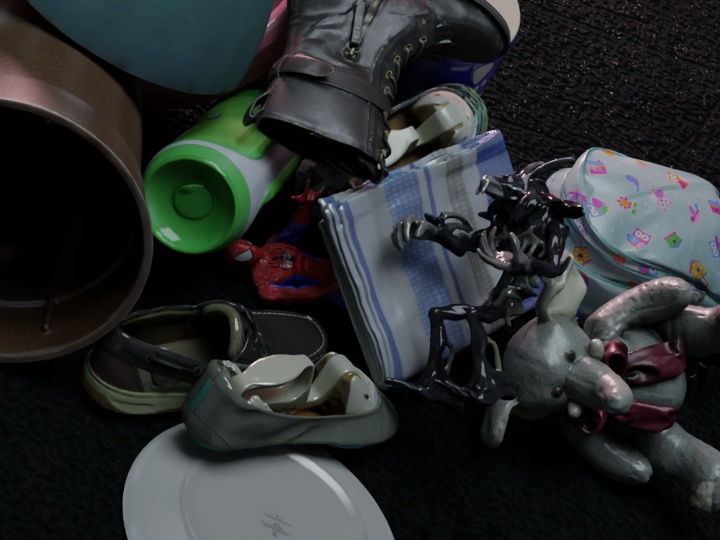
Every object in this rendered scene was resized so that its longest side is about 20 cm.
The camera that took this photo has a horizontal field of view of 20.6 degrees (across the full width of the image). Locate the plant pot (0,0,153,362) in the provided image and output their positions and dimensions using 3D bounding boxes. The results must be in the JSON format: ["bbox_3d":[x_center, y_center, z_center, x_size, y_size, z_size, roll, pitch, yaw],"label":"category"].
[{"bbox_3d":[-0.229,-0.075,1.330,0.200,0.200,0.198,22,31,-13],"label":"plant pot"}]

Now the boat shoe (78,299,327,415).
[{"bbox_3d":[-0.096,0.055,1.365,0.200,0.065,0.073,-10,53,-41],"label":"boat shoe"}]

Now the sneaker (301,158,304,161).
[{"bbox_3d":[0.046,-0.077,1.585,0.200,0.084,0.121,45,45,4],"label":"sneaker"}]

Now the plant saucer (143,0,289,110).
[{"bbox_3d":[-0.129,-0.189,1.546,0.200,0.051,0.201,-14,36,10],"label":"plant saucer"}]

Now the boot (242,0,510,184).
[{"bbox_3d":[0.014,-0.137,1.453,0.200,0.069,0.174,15,56,-16],"label":"boot"}]

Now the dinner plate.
[{"bbox_3d":[-0.060,0.170,1.302,0.200,0.024,0.200,18,42,-17],"label":"dinner plate"}]

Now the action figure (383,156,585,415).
[{"bbox_3d":[0.087,-0.003,1.392,0.102,0.119,0.200,30,71,-36],"label":"action figure"}]

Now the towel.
[{"bbox_3d":[0.059,-0.012,1.463,0.200,0.024,0.147,-25,101,-41],"label":"towel"}]

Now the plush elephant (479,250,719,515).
[{"bbox_3d":[0.175,0.076,1.457,0.200,0.165,0.155,22,14,36],"label":"plush elephant"}]

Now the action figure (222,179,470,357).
[{"bbox_3d":[0.000,0.000,1.462,0.200,0.099,0.065,15,58,-16],"label":"action figure"}]

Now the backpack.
[{"bbox_3d":[0.224,-0.015,1.604,0.200,0.127,0.167,17,42,-19],"label":"backpack"}]

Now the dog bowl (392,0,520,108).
[{"bbox_3d":[0.028,-0.218,1.628,0.200,0.079,0.200,19,41,-18],"label":"dog bowl"}]

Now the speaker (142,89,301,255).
[{"bbox_3d":[-0.099,-0.075,1.451,0.088,0.089,0.200,32,21,0],"label":"speaker"}]

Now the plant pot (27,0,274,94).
[{"bbox_3d":[-0.132,-0.237,1.367,0.200,0.135,0.200,29,27,-16],"label":"plant pot"}]

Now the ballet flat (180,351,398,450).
[{"bbox_3d":[-0.034,0.086,1.350,0.200,0.064,0.067,0,37,-47],"label":"ballet flat"}]

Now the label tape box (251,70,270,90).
[{"bbox_3d":[-0.001,-0.185,1.687,0.200,0.066,0.143,27,39,-11],"label":"label tape box"}]

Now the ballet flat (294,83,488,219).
[{"bbox_3d":[0.039,-0.096,1.503,0.200,0.074,0.074,-34,71,-34],"label":"ballet flat"}]
